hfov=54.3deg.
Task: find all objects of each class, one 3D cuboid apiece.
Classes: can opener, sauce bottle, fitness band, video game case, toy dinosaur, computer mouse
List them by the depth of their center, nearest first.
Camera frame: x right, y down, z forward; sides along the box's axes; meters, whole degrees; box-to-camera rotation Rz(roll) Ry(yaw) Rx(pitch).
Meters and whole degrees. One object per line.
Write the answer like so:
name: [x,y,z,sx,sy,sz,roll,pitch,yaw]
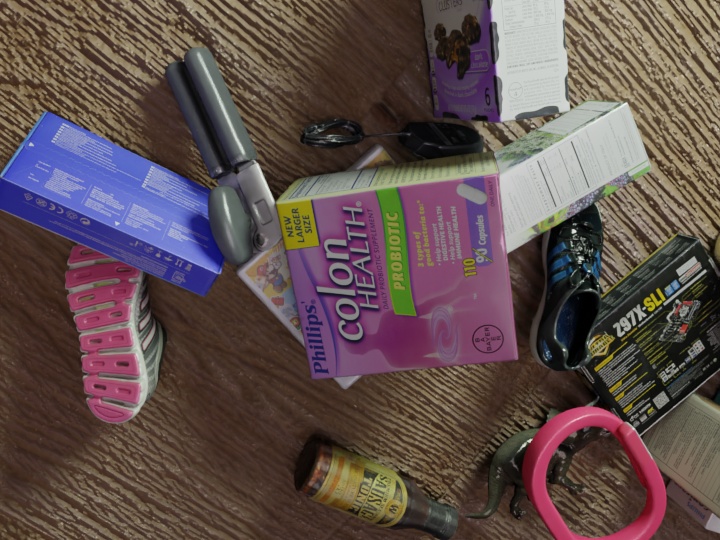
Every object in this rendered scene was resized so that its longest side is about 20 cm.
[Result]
can opener: [-0.127,-0.107,0.650,0.052,0.066,0.202,-22,89,26]
computer mouse: [0.034,-0.125,0.703,0.198,0.059,0.034,-1,127,-20]
video game case: [0.000,0.000,0.754,0.200,0.023,0.182,-41,109,1]
sauce bottle: [0.022,0.256,0.802,0.199,0.066,0.066,25,98,-18]
fitness band: [0.268,0.247,0.805,0.143,0.037,0.201,-33,109,1]
toy dinosaur: [0.204,0.229,0.842,0.198,0.077,0.103,-23,96,-1]

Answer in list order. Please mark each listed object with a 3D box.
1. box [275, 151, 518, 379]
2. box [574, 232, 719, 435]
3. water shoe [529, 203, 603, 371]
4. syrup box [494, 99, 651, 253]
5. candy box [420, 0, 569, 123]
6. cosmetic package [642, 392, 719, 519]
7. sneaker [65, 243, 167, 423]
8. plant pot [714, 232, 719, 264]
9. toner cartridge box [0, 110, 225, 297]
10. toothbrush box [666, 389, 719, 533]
box: [0.039,-0.005,0.666,0.198,0.097,0.178,-6,109,10]
box: [0.352,0.080,0.838,0.200,0.049,0.160,-40,106,0]
water shoe: [0.239,0.010,0.762,0.071,0.079,0.202,10,86,-14]
syrup box: [0.191,-0.097,0.740,0.199,0.079,0.082,-31,109,-3]
candy box: [0.113,-0.243,0.638,0.071,0.168,0.202,-12,106,-11]
cosmetic package: [0.423,0.222,0.810,0.071,0.200,0.106,22,99,-17]
sneaker: [-0.235,0.045,0.690,0.073,0.087,0.202,-8,83,-1]
plant pot: [0.519,-0.002,0.788,0.188,0.201,0.201,39,94,-3]
toner cartridge box: [-0.216,-0.060,0.650,0.199,0.096,0.043,26,135,-17]
toothbrush box: [0.510,0.240,0.895,0.145,0.085,0.202,20,98,-17]
